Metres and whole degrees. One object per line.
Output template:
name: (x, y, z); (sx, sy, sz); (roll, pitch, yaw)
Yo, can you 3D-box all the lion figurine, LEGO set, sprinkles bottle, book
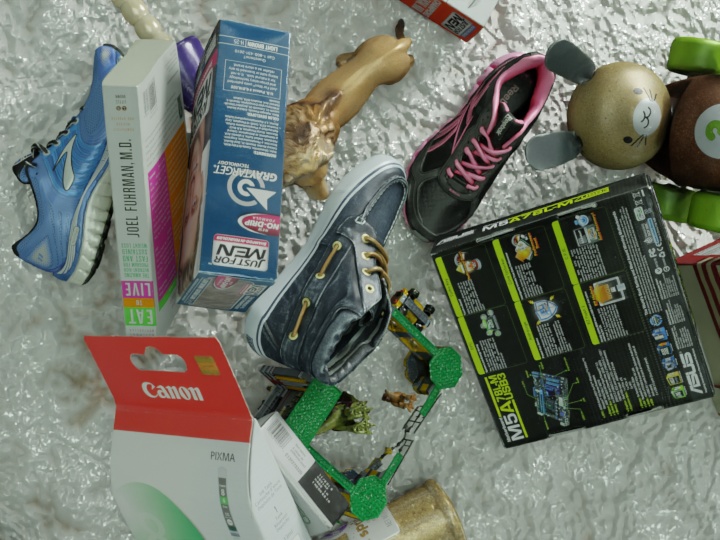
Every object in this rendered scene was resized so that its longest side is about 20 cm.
lion figurine: (-0.012, -0.148, 0.857); (0.072, 0.122, 0.200); (37, 83, -9)
LEGO set: (-0.018, 0.108, 0.879); (0.154, 0.116, 0.201); (36, 70, -27)
sprinkles bottle: (-0.008, 0.257, 0.886); (0.199, 0.068, 0.069); (-25, 94, -10)
book: (-0.162, -0.063, 0.786); (0.048, 0.134, 0.201); (1, 116, 0)

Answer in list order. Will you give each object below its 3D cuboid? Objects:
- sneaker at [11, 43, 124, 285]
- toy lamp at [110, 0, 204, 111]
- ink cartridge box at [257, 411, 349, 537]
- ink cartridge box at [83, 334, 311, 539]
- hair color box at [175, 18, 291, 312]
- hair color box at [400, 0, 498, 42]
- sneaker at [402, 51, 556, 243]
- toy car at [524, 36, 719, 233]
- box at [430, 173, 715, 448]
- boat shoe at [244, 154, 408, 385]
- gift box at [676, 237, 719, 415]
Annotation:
sneaker: (-0.239, -0.093, 0.840); (0.089, 0.079, 0.201); (16, 87, -12)
toy lamp: (-0.193, -0.225, 0.859); (0.058, 0.058, 0.200); (-37, 97, -8)
ink cartridge box: (-0.101, 0.186, 0.829); (0.095, 0.200, 0.037); (52, 44, -6)
ink cartridge box: (-0.136, 0.146, 0.771); (0.050, 0.160, 0.201); (-45, 122, -43)
hair color box: (-0.099, -0.078, 0.782); (0.060, 0.100, 0.201); (7, 73, -18)
hair color box: (0.044, -0.306, 0.898); (0.199, 0.064, 0.111); (31, 84, -7)
sneaker: (0.107, -0.113, 0.894); (0.079, 0.095, 0.201); (33, 86, -10)
toy car: (0.241, -0.130, 0.874); (0.199, 0.158, 0.165); (8, 98, -19)
box: (0.183, 0.040, 0.874); (0.192, 0.048, 0.201); (-17, 106, 20)
boat shoe: (0.000, 0.000, 0.813); (0.091, 0.071, 0.201); (24, 71, 35)
gift box: (0.403, 0.052, 0.899); (0.184, 0.200, 0.188); (-23, 95, -4)
